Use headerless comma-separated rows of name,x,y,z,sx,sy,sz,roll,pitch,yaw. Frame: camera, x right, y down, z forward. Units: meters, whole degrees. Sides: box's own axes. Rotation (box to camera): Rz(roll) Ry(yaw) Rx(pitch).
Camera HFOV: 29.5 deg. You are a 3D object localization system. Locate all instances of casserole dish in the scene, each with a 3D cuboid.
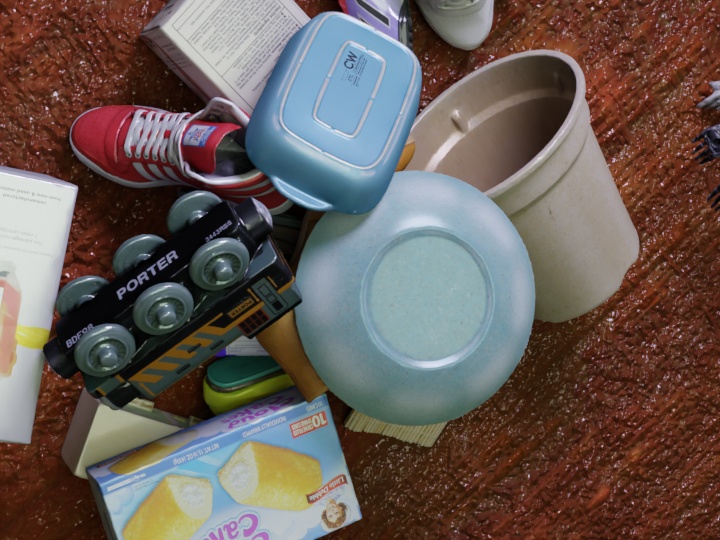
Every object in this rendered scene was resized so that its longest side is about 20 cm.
casserole dish,-0.014,-0.131,1.066,0.120,0.039,0.201,27,50,-7

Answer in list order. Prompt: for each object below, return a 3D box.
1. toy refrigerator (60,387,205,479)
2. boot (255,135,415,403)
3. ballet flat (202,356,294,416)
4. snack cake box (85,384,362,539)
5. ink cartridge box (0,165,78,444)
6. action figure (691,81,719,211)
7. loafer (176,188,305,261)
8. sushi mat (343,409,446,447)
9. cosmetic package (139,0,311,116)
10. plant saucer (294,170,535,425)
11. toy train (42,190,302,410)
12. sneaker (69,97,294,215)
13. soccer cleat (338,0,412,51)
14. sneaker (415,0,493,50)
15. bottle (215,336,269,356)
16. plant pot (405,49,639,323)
toy refrigerator,-0.148,0.162,1.177,0.198,0.076,0.071,20,89,-22
boot,0.000,0.000,1.109,0.201,0.071,0.145,-38,92,-6
ballet flat,-0.045,0.087,1.223,0.198,0.067,0.068,-20,124,-16
snack cake box,-0.110,0.183,1.117,0.198,0.067,0.116,-21,101,-20
ink cartridge box,-0.289,0.020,1.068,0.083,0.145,0.202,11,93,-23
action figure,0.388,-0.143,1.345,0.200,0.102,0.120,-37,101,-41
loafer,-0.070,-0.023,1.192,0.198,0.072,0.064,12,98,-24
sushi mat,0.067,0.084,1.226,0.095,0.012,0.201,13,126,-25
cosmetic package,-0.078,-0.165,1.160,0.104,0.087,0.200,-48,109,-11
plant saucer,0.049,0.022,1.066,0.199,0.039,0.204,0,89,-13
toy train,-0.138,0.028,1.025,0.199,0.085,0.114,-36,136,2
sneaker,-0.149,-0.101,1.090,0.198,0.113,0.072,14,80,8
soccer cleat,0.005,-0.248,1.203,0.072,0.068,0.202,-9,102,0
sneaker,0.069,-0.260,1.179,0.074,0.100,0.201,-11,136,12
bottle,-0.109,0.037,1.164,0.197,0.084,0.066,-1,109,-5
plant pot,0.151,-0.060,1.222,0.200,0.200,0.184,-45,121,-11
